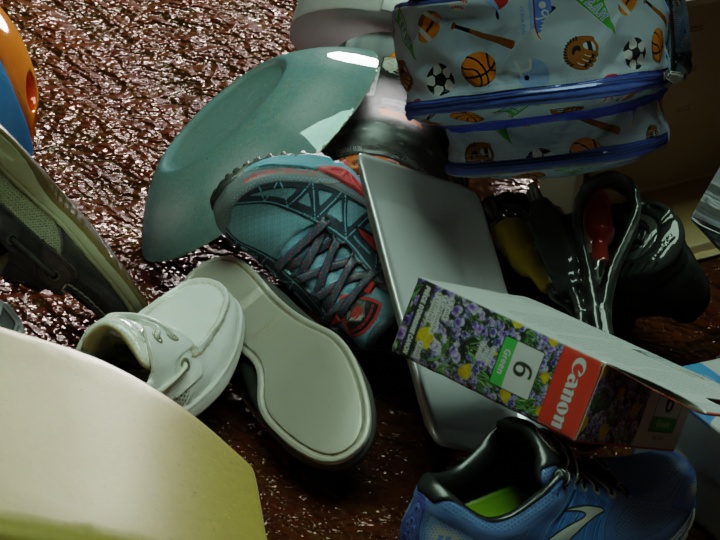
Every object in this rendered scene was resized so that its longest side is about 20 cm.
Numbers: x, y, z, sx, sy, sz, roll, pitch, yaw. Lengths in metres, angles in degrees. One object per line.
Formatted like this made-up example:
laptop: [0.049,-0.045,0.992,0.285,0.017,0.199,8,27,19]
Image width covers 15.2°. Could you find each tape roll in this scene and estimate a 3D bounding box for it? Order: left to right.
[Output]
tape roll: [0.048,-0.156,1.903,0.203,0.037,0.203,17,-15,5]

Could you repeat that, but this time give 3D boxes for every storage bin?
storage bin: [0.228,-0.118,1.835,0.198,0.200,0.094,-14,33,-34]

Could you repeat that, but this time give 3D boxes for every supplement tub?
supplement tub: [0.012,-0.068,1.775,0.122,0.123,0.200,8,28,1]

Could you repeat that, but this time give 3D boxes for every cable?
cable: [0.141,0.018,1.630,0.097,0.050,0.200,-19,59,7]

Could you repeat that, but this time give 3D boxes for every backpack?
backpack: [0.105,-0.130,1.644,0.200,0.154,0.190,-12,-4,17]

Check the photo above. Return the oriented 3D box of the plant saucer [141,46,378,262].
plant saucer: [-0.077,-0.088,1.741,0.039,0.201,0.201,49,14,-17]

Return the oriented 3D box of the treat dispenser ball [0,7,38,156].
treat dispenser ball: [-0.301,-0.101,1.677,0.201,0.201,0.201,6,28,-3]

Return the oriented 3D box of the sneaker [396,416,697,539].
sneaker: [0.108,0.126,1.470,0.200,0.089,0.079,-11,34,-35]

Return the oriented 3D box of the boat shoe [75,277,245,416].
boat shoe: [-0.128,0.055,1.524,0.071,0.069,0.200,7,37,26]

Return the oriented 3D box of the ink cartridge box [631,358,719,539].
ink cartridge box: [0.276,0.097,1.585,0.200,0.068,0.116,-10,33,-30]

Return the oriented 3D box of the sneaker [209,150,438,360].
sneaker: [0.000,0.000,1.631,0.200,0.079,0.096,27,29,-22]

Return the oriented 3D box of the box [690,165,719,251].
box: [0.308,0.012,1.651,0.158,0.050,0.200,27,-6,32]

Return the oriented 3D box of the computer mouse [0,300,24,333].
computer mouse: [-0.239,0.042,1.599,0.200,0.044,0.110,21,35,14]

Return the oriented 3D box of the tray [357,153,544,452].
tray: [0.052,0.028,1.599,0.107,0.022,0.200,15,49,-42]

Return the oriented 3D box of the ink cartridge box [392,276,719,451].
ink cartridge box: [0.127,0.064,1.483,0.200,0.050,0.109,26,9,36]

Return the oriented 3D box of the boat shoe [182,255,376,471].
boat shoe: [-0.040,0.061,1.591,0.067,0.057,0.200,-37,44,-6]

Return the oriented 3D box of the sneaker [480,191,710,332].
sneaker: [0.136,0.004,1.729,0.200,0.091,0.076,8,60,44]

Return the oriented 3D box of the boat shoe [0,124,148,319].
boat shoe: [-0.200,-0.023,1.615,0.065,0.200,0.073,-41,28,-3]

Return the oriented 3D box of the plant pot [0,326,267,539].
plant pot: [-0.150,0.152,1.266,0.200,0.194,0.196,10,26,-13]
